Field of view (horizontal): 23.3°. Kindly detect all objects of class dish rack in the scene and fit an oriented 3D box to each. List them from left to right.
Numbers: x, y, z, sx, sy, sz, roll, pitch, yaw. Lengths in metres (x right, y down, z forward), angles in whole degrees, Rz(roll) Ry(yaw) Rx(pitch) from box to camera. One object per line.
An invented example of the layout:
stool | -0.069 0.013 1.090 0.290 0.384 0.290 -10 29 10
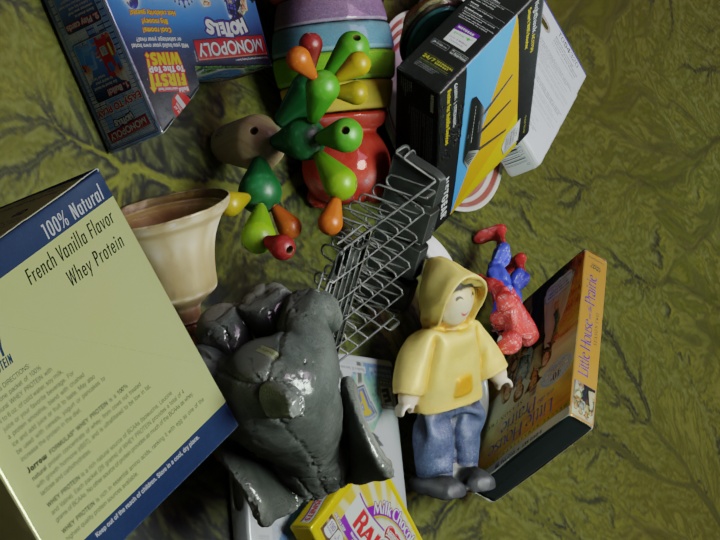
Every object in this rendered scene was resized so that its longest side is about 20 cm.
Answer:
dish rack | 0.000 0.000 1.419 0.200 0.054 0.154 -38 148 -53

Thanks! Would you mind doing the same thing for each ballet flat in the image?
ballet flat | 0.068 -0.200 1.565 0.200 0.070 0.071 72 19 -62

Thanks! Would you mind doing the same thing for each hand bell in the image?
hand bell | -0.126 0.049 1.312 0.104 0.104 0.201 -33 115 -52

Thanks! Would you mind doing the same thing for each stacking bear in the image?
stacking bear | -0.019 -0.155 1.491 0.114 0.121 0.201 -16 101 -74

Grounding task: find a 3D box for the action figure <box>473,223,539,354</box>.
action figure | 0.132 0.024 1.604 0.066 0.052 0.200 59 12 -21

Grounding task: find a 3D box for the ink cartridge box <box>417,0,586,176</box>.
ink cartridge box | 0.142 -0.224 1.743 0.197 0.043 0.200 57 33 -18

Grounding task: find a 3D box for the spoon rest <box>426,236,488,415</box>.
spoon rest | 0.070 0.055 1.556 0.099 0.060 0.201 -18 90 -53

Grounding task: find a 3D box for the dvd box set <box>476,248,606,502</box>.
dvd box set | 0.161 0.093 1.570 0.029 0.146 0.201 30 45 -17

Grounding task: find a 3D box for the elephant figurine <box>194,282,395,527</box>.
elephant figurine | -0.040 0.118 1.265 0.155 0.141 0.201 -57 134 -43

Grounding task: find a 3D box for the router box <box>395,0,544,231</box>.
router box | 0.092 -0.147 1.513 0.149 0.051 0.200 -47 158 -24

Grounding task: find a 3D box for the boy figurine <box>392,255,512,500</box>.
boy figurine | 0.081 0.088 1.489 0.124 0.064 0.201 -4 100 -35

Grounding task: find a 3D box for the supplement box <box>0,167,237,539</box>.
supplement box | -0.220 0.077 1.118 0.200 0.134 0.200 -45 112 -50

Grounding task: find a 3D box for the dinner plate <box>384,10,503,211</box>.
dinner plate | 0.072 -0.151 1.672 0.200 0.024 0.201 22 60 -45

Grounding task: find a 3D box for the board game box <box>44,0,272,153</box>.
board game box | -0.164 -0.196 1.360 0.200 0.061 0.201 -9 84 -53

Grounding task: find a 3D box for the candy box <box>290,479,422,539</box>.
candy box | 0.017 0.246 1.409 0.102 0.026 0.201 -53 127 -41

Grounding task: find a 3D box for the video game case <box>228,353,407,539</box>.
video game case | -0.033 0.154 1.417 0.200 0.022 0.183 12 67 -49

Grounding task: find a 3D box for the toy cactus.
toy cactus | -0.066 -0.102 1.362 0.102 0.165 0.201 25 75 -38
